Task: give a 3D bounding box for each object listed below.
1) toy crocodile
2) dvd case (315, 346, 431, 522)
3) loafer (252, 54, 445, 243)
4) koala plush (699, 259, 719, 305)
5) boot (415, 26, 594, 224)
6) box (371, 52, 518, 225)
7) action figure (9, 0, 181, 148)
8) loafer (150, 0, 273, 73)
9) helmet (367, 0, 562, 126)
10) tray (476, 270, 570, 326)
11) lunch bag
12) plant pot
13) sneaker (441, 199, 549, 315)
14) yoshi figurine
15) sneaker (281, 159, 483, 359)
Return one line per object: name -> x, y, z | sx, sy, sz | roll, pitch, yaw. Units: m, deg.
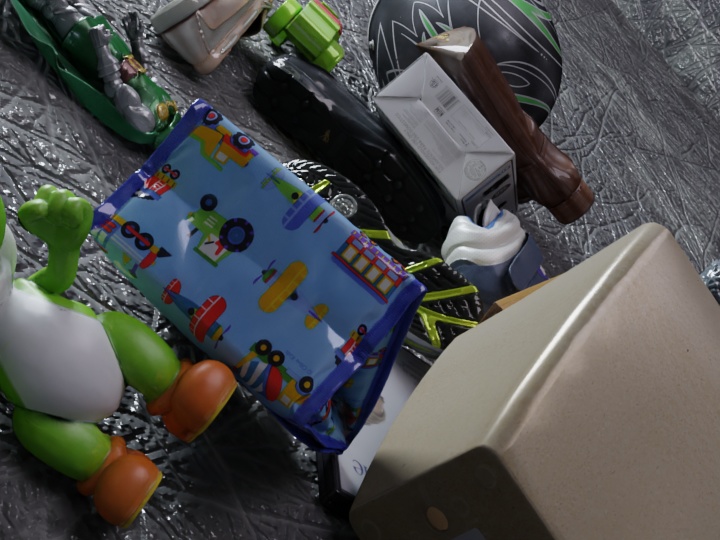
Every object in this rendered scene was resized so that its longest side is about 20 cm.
toy crocodile -> -0.042, -0.213, 1.227 | 0.067, 0.062, 0.200 | 43, 4, -4
dvd case -> 0.025, 0.110, 0.894 | 0.142, 0.018, 0.201 | 35, 25, -26
loafer -> -0.002, -0.106, 1.142 | 0.200, 0.068, 0.070 | 44, 31, 5
koala plush -> 0.207, 0.087, 0.970 | 0.201, 0.176, 0.184 | 75, -11, -46
boot -> 0.113, -0.143, 1.212 | 0.200, 0.064, 0.186 | 46, -1, -21
box -> 0.078, -0.097, 1.182 | 0.117, 0.060, 0.200 | 51, 0, 11
action figure -> -0.178, -0.150, 0.939 | 0.200, 0.055, 0.118 | 49, 20, -3
loafer -> -0.112, -0.214, 1.153 | 0.063, 0.072, 0.200 | 59, 27, -11
helmet -> 0.104, -0.209, 1.349 | 0.200, 0.200, 0.191 | 45, 16, -1
tray -> 0.143, 0.039, 0.986 | 0.199, 0.099, 0.037 | -18, 61, -43
lunch bag -> -0.053, 0.022, 0.748 | 0.150, 0.094, 0.200 | 40, -14, 11
plant pot -> 0.115, 0.129, 0.773 | 0.177, 0.199, 0.201 | -35, 90, -42
sneaker -> 0.139, 0.012, 1.121 | 0.199, 0.080, 0.148 | 3, 73, -51
yoshi figurine -> -0.156, 0.020, 0.623 | 0.200, 0.112, 0.113 | 41, 29, -4
sneaker -> 0.000, 0.000, 0.991 | 0.200, 0.075, 0.077 | 42, -18, 16
